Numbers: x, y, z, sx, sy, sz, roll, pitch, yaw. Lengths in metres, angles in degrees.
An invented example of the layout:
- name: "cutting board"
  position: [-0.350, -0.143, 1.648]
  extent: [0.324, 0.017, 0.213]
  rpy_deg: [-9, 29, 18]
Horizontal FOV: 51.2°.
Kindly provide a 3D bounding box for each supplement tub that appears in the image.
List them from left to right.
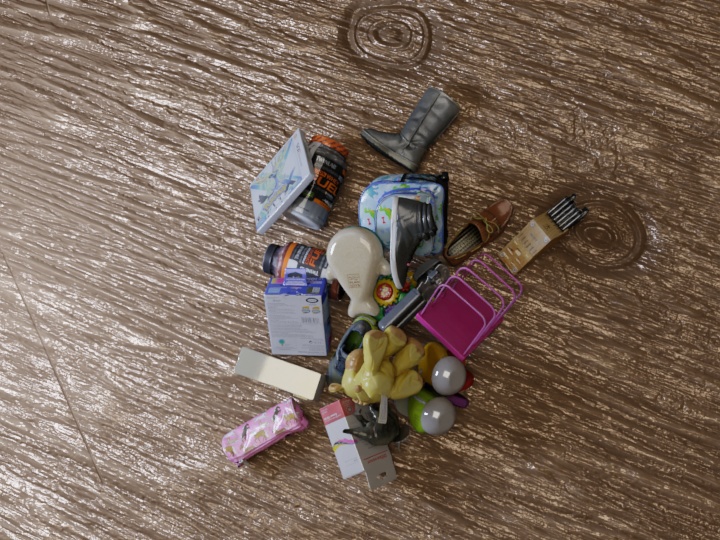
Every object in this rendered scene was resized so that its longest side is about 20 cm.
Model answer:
- name: "supplement tub"
  position: [-0.127, -0.004, 1.761]
  extent: [0.197, 0.107, 0.108]
  rpy_deg: [15, 82, 10]
- name: "supplement tub"
  position: [-0.109, -0.210, 1.789]
  extent: [0.121, 0.123, 0.202]
  rpy_deg: [21, 83, 11]

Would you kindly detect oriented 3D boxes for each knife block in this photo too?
- name: "knife block"
  position: [0.430, -0.088, 1.731]
  extent: [0.064, 0.175, 0.200]
  rpy_deg: [52, 134, 14]

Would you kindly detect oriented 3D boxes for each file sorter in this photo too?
- name: "file sorter"
  position: [0.244, 0.069, 1.632]
  extent: [0.139, 0.199, 0.126]
  rpy_deg: [42, 131, 13]

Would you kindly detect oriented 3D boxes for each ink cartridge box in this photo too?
- name: "ink cartridge box"
  position: [-0.140, 0.091, 1.704]
  extent: [0.134, 0.077, 0.202]
  rpy_deg: [1, 123, 7]
- name: "ink cartridge box"
  position: [-0.003, 0.382, 1.659]
  extent: [0.067, 0.116, 0.202]
  rpy_deg: [-29, 74, 32]

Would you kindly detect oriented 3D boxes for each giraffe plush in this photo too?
- name: "giraffe plush"
  position: [0.025, 0.223, 1.606]
  extent: [0.172, 0.161, 0.202]
  rpy_deg: [31, 68, -25]

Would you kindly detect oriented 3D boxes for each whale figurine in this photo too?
- name: "whale figurine"
  position: [0.000, 0.000, 1.666]
  extent: [0.157, 0.104, 0.203]
  rpy_deg: [-7, 102, 19]

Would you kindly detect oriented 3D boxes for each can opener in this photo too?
- name: "can opener"
  position: [0.113, 0.056, 1.650]
  extent: [0.200, 0.053, 0.067]
  rpy_deg: [-44, 45, -2]

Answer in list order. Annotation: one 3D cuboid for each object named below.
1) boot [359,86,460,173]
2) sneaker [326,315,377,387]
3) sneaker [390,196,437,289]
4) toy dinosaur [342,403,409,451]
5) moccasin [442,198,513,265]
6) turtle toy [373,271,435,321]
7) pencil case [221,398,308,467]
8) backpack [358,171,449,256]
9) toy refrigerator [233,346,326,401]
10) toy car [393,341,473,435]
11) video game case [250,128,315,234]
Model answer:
- name: "boot"
  position: [0.119, -0.358, 1.812]
  extent: [0.180, 0.073, 0.202]
  rpy_deg: [31, 91, -1]
- name: "sneaker"
  position: [-0.032, 0.191, 1.705]
  extent: [0.073, 0.081, 0.202]
  rpy_deg: [28, 109, 13]
- name: "sneaker"
  position: [0.116, -0.057, 1.613]
  extent: [0.098, 0.071, 0.203]
  rpy_deg: [2, 102, 9]
- name: "toy dinosaur"
  position: [0.044, 0.338, 1.625]
  extent: [0.077, 0.199, 0.103]
  rpy_deg: [-42, 65, 24]
- name: "moccasin"
  position: [0.271, -0.094, 1.736]
  extent: [0.200, 0.078, 0.074]
  rpy_deg: [-35, 77, 0]
- name: "turtle toy"
  position: [0.081, 0.062, 1.722]
  extent: [0.197, 0.101, 0.148]
  rpy_deg: [17, 82, 11]
- name: "pencil case"
  position: [-0.216, 0.369, 1.716]
  extent: [0.198, 0.083, 0.087]
  rpy_deg: [-31, 76, 0]
- name: "backpack"
  position: [0.095, -0.128, 1.712]
  extent: [0.197, 0.147, 0.186]
  rpy_deg: [5, 112, 14]
- name: "toy refrigerator"
  position: [-0.185, 0.243, 1.739]
  extent: [0.197, 0.076, 0.071]
  rpy_deg: [17, 82, 10]
- name: "toy car"
  position: [0.176, 0.261, 1.655]
  extent: [0.148, 0.174, 0.203]
  rpy_deg: [11, 95, -31]
- name: "video game case"
  position: [-0.187, -0.210, 1.764]
  extent: [0.200, 0.022, 0.184]
  rpy_deg: [-45, 38, 25]
